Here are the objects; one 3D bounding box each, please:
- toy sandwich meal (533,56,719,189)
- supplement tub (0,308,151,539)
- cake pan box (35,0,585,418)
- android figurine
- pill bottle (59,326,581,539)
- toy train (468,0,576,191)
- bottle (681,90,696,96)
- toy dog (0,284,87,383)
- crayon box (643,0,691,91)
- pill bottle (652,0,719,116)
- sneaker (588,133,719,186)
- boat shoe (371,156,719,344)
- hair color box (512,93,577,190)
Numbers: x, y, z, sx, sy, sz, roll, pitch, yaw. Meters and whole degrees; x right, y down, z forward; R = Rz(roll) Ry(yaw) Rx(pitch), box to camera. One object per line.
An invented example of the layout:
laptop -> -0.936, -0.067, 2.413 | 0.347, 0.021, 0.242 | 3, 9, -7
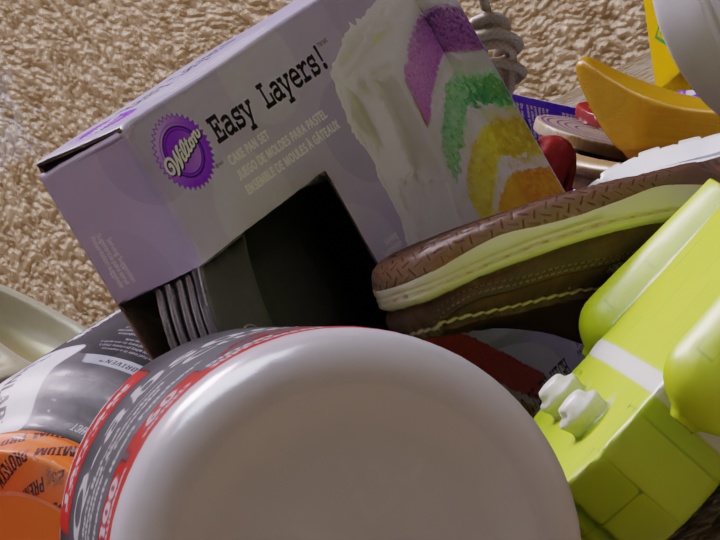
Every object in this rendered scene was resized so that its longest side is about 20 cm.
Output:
toy sandwich meal -> 0.175, -0.074, 1.102 | 0.205, 0.070, 0.205 | -2, 12, 0
supplement tub -> -0.069, 0.074, 0.917 | 0.122, 0.123, 0.200 | -25, 5, 30
cake pan box -> 0.000, 0.000, 0.882 | 0.052, 0.184, 0.200 | -25, 8, 41
android figurine -> 0.103, 0.015, 0.739 | 0.200, 0.041, 0.182 | -47, 5, 2
pill bottle -> -0.021, 0.073, 0.688 | 0.116, 0.116, 0.200 | -29, 4, -12
toy train -> 0.028, -0.017, 1.011 | 0.200, 0.085, 0.116 | 78, -146, -54
bottle -> 0.260, -0.110, 1.390 | 0.200, 0.065, 0.084 | -23, 7, 46
toy dog -> -0.219, 0.100, 1.031 | 0.140, 0.194, 0.200 | -29, -37, -56
crayon box -> 0.254, -0.137, 1.204 | 0.200, 0.058, 0.173 | -5, -8, -10
pill bottle -> 0.201, -0.122, 0.864 | 0.200, 0.112, 0.112 | -25, 5, 39
sneaker -> 0.144, -0.011, 0.974 | 0.200, 0.076, 0.081 | -30, 19, 10
boat shoe -> 0.102, 0.004, 0.865 | 0.202, 0.075, 0.075 | -15, -2, -25
hair color box -> 0.060, -0.037, 1.223 | 0.200, 0.065, 0.109 | 11, -24, -40
